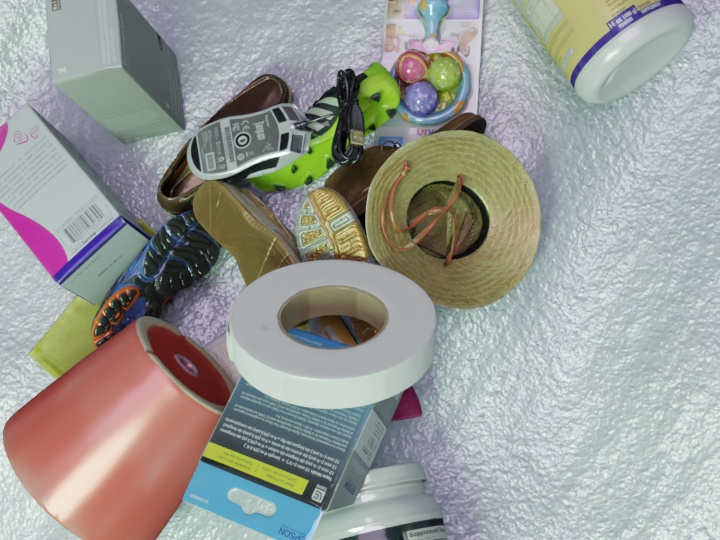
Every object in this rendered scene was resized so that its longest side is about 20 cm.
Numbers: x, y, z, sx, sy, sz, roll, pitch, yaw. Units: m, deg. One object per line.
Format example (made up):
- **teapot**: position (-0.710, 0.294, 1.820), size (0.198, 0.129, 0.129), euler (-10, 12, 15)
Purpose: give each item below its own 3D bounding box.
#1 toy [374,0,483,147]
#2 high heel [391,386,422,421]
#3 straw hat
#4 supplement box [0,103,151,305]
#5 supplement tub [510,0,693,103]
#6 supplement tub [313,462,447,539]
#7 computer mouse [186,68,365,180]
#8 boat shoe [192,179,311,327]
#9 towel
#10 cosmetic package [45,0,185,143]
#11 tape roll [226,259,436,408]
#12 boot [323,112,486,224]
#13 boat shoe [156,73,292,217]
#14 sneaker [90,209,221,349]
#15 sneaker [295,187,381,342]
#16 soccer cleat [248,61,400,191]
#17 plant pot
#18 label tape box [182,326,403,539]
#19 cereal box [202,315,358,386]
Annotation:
- **toy**: position (0.075, -0.230, 1.458), size (0.115, 0.047, 0.201), euler (2, 77, 11)
- **high heel**: position (-0.036, 0.165, 1.348), size (0.200, 0.067, 0.096), euler (-37, 98, 0)
- **straw hat**: position (0.086, -0.053, 1.389), size (0.200, 0.085, 0.202), euler (1, 87, -20)
- **supplement box**: position (-0.335, -0.073, 1.448), size (0.101, 0.103, 0.200), euler (-42, 69, 0)
- **supplement tub**: position (0.247, -0.297, 1.396), size (0.145, 0.145, 0.200), euler (-33, 75, 0)
- **supplement tub**: position (0.025, 0.305, 1.293), size (0.140, 0.140, 0.201), euler (-14, 75, 5)
- **computer mouse**: position (-0.089, -0.143, 1.398), size (0.199, 0.044, 0.110), euler (-14, 68, 10)
- **boat shoe**: position (-0.098, -0.024, 1.402), size (0.200, 0.069, 0.074), euler (52, 120, 20)
- **towel**: position (-0.283, 0.042, 1.467), size (0.086, 0.018, 0.200), euler (38, 85, 16)
- **cosmetic package**: position (-0.269, -0.225, 1.432), size (0.090, 0.200, 0.107), euler (-10, 76, 7)
- **tape roll**: position (-0.027, 0.057, 1.246), size (0.202, 0.037, 0.203), euler (0, 34, 0)
- **boot**: position (0.045, -0.122, 1.425), size (0.200, 0.074, 0.076), euler (-35, 64, 7)
- **boat shoe**: position (-0.152, -0.143, 1.459), size (0.075, 0.075, 0.203), euler (36, 85, 15)
- **sneaker**: position (-0.232, 0.008, 1.423), size (0.200, 0.078, 0.075), euler (-49, 112, -19)
- **sneaker**: position (0.000, 0.000, 1.376), size (0.075, 0.088, 0.200), euler (-26, 98, 22)
- **soccer cleat**: position (-0.042, -0.159, 1.457), size (0.200, 0.068, 0.081), euler (-33, 36, 13)
- **plant pot**: position (-0.230, 0.157, 1.321), size (0.177, 0.200, 0.200), euler (-47, 74, 10)
- **label tape box**: position (-0.062, 0.164, 1.258), size (0.143, 0.066, 0.201), euler (17, 71, 24)
- **cereal box**: position (-0.096, 0.120, 1.408), size (0.200, 0.040, 0.144), euler (-33, 75, 1)
